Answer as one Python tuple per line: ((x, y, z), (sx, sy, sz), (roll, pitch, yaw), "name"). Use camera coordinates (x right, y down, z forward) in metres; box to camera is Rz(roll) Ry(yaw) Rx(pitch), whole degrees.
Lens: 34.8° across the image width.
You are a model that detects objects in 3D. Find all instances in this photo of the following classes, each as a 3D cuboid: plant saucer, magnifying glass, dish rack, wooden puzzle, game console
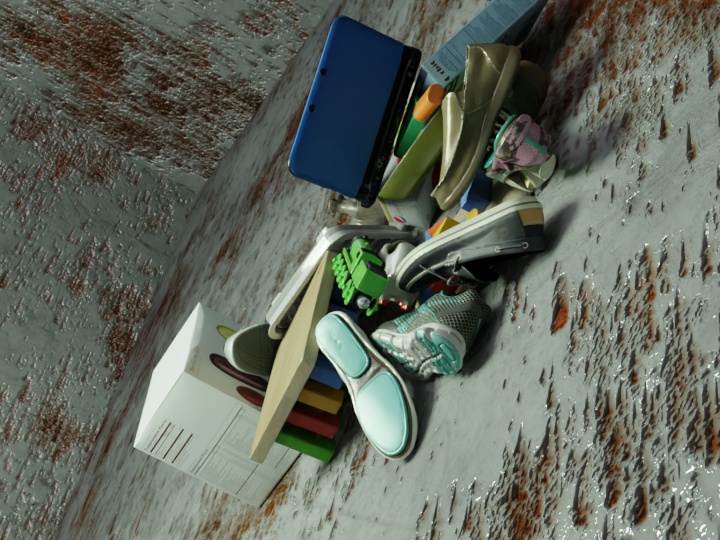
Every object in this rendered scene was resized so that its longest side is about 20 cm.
((0.093, -0.160, 1.426), (0.201, 0.031, 0.200), (-53, -1, -2), "plant saucer")
((0.071, -0.186, 1.389), (0.200, 0.022, 0.080), (132, 155, -80), "magnifying glass")
((-0.035, 0.008, 1.554), (0.044, 0.171, 0.200), (51, 121, 26), "dish rack")
((0.120, -0.040, 1.335), (0.200, 0.046, 0.186), (-50, 18, 35), "wooden puzzle")
((-0.007, -0.192, 1.436), (0.171, 0.117, 0.202), (174, 114, -89), "game console")

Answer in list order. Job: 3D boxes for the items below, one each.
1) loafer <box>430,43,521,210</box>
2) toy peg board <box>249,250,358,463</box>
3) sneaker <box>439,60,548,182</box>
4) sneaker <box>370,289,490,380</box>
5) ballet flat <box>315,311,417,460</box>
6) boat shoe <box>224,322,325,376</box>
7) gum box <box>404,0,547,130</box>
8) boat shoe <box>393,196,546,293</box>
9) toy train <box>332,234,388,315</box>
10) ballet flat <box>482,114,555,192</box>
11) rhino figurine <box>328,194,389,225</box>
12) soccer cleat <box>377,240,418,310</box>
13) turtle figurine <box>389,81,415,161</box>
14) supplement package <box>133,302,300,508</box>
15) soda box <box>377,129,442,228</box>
((0.118, -0.166, 1.299), (0.076, 0.067, 0.201), (80, -148, -85), "loafer")
((-0.046, 0.120, 1.436), (0.201, 0.097, 0.200), (-79, 14, -49), "toy peg board")
((0.154, -0.160, 1.382), (0.090, 0.067, 0.200), (-58, 4, -34), "sneaker")
((0.081, 0.065, 1.258), (0.091, 0.078, 0.200), (-48, 14, -19), "sneaker")
((0.018, 0.127, 1.279), (0.070, 0.069, 0.201), (-53, 52, 26), "ballet flat")
((-0.121, 0.107, 1.607), (0.064, 0.201, 0.075), (-9, 91, 37), "boat shoe")
((0.150, -0.282, 1.481), (0.200, 0.045, 0.170), (-43, -5, -12), "gum box")
((0.113, -0.012, 1.211), (0.199, 0.074, 0.063), (-27, 75, 37), "boat shoe")
((0.000, 0.000, 1.332), (0.057, 0.041, 0.200), (-62, 12, 10), "toy train")
((0.173, -0.120, 1.232), (0.069, 0.071, 0.200), (-51, -2, 0), "ballet flat")
((0.004, -0.086, 1.596), (0.060, 0.087, 0.201), (-62, -24, -53), "rhino figurine")
((0.042, 0.002, 1.389), (0.200, 0.069, 0.078), (-164, 88, -83), "soccer cleat")
((0.030, -0.176, 1.693), (0.195, 0.143, 0.200), (-60, 18, -14), "turtle figurine")
((-0.187, 0.188, 1.626), (0.147, 0.199, 0.192), (-54, 17, 23), "supplement package")
((0.090, -0.161, 1.569), (0.201, 0.063, 0.068), (-68, -28, -24), "soda box")
